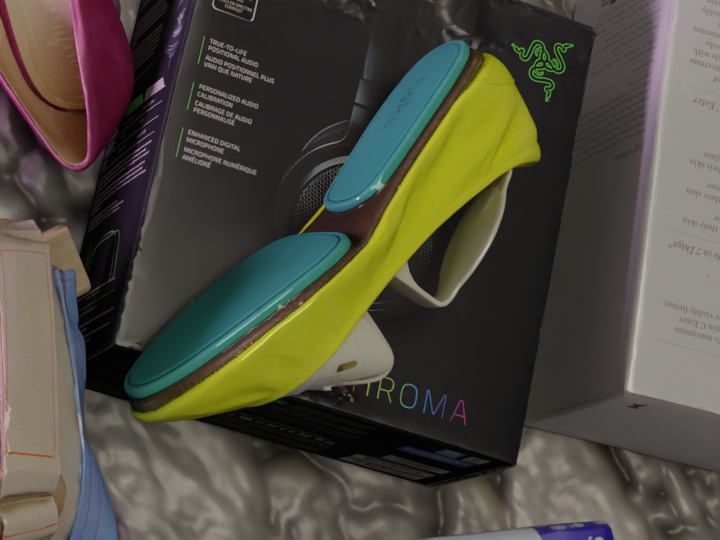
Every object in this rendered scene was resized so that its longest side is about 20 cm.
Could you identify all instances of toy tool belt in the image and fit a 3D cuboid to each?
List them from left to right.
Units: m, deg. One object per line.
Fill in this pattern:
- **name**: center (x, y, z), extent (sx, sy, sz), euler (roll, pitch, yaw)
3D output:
- **toy tool belt**: center (-0.129, 0.079, 0.794), extent (0.123, 0.124, 0.201), euler (4, 75, -51)

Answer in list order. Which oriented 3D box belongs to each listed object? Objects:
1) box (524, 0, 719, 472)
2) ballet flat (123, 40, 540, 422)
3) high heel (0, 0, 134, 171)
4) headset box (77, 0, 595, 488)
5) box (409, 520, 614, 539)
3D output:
- **box**: center (0.156, -0.023, 0.983), extent (0.124, 0.097, 0.201), euler (15, 74, -20)
- **ballet flat**: center (0.000, 0.000, 0.832), extent (0.200, 0.067, 0.067), euler (-48, 113, -25)
- **high heel**: center (-0.142, -0.131, 0.844), extent (0.067, 0.201, 0.096), euler (-15, 40, 9)
- **headset box**: center (-0.011, -0.034, 0.918), extent (0.173, 0.093, 0.201), euler (18, 73, -19)
- **box**: center (0.001, 0.199, 0.858), extent (0.199, 0.105, 0.185), euler (-5, 80, -16)
